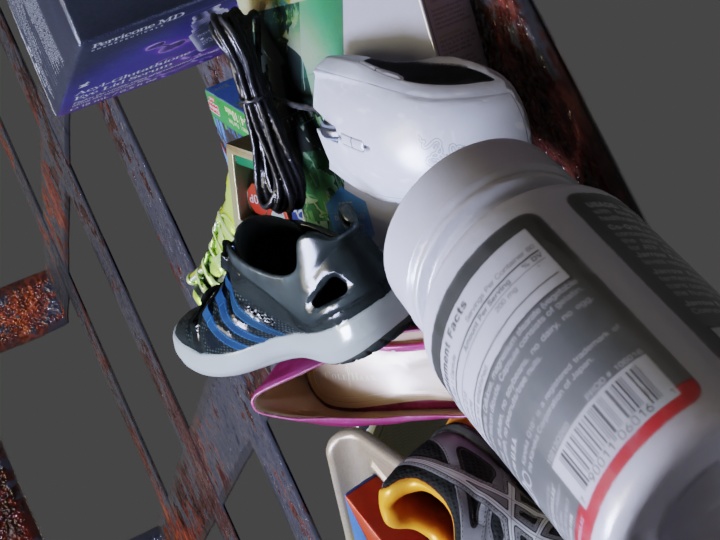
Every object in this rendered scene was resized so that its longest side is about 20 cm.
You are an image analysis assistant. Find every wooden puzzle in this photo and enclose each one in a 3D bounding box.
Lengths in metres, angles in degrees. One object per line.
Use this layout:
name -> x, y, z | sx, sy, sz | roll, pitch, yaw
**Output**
wooden puzzle -> 0.055, 0.209, 1.035 | 0.199, 0.046, 0.187 | 26, 138, 43

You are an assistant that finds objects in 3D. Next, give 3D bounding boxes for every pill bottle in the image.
pill bottle -> 0.096, 0.036, 0.719 | 0.200, 0.113, 0.115 | 52, 158, 45

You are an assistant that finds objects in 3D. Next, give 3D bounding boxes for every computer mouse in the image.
computer mouse -> -0.001, -0.072, 0.840 | 0.199, 0.044, 0.111 | 11, 118, 46

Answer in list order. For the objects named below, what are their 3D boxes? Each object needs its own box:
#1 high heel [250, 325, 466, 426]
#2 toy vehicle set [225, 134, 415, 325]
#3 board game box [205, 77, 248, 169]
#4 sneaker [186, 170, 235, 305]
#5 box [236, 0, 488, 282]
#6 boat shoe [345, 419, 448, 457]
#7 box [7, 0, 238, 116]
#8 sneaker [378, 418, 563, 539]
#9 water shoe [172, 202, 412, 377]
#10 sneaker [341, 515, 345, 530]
high heel -> 0.031, 0.056, 0.887 | 0.199, 0.096, 0.068 | 6, 115, 49
toy vehicle set -> 0.000, 0.000, 0.996 | 0.199, 0.026, 0.125 | 20, 125, 43
board game box -> -0.048, -0.031, 1.246 | 0.151, 0.036, 0.202 | 35, 145, 62
sneaker -> -0.078, -0.001, 1.181 | 0.076, 0.076, 0.201 | 56, 159, 34
box -> 0.008, -0.089, 0.883 | 0.144, 0.036, 0.202 | -3, 107, 50
boat shoe -> 0.016, 0.071, 1.103 | 0.067, 0.071, 0.202 | 33, 135, 48
box -> -0.154, -0.197, 1.163 | 0.105, 0.147, 0.200 | 66, 165, 2
sneaker -> 0.087, 0.151, 0.879 | 0.200, 0.077, 0.079 | 37, 144, 44
water shoe -> -0.045, 0.005, 0.915 | 0.199, 0.071, 0.079 | -10, 112, 52
sneaker -> 0.062, 0.233, 1.204 | 0.201, 0.067, 0.109 | 30, 149, 59
